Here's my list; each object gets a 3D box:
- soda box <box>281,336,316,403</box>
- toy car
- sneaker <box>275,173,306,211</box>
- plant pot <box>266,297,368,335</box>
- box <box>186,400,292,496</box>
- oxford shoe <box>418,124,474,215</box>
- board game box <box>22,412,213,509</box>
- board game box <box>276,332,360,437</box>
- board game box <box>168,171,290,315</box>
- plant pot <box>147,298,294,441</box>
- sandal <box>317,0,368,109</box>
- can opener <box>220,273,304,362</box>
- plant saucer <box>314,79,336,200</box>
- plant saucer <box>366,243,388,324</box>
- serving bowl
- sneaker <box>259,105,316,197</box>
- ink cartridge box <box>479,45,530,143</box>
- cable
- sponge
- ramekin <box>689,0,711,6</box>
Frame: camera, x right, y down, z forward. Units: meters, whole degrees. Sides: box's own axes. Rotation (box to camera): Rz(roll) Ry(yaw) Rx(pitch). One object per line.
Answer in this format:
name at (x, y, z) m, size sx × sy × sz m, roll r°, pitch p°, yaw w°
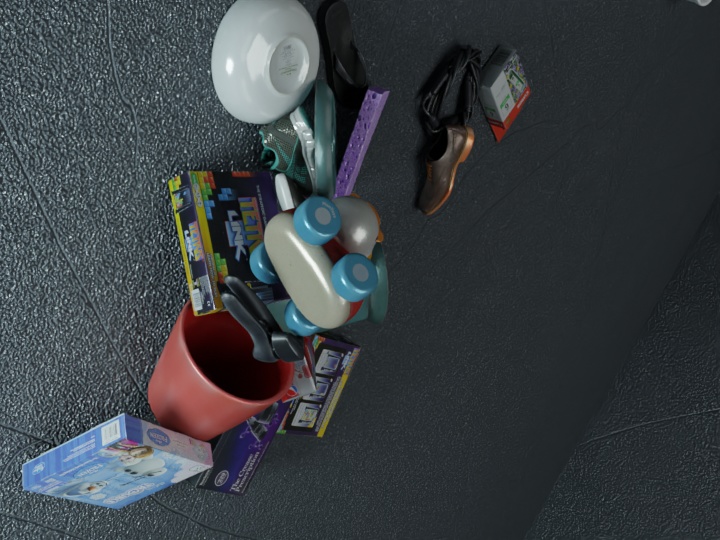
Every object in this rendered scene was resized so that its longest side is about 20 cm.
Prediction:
soda box at (-0.116, 0.149, 1.423) m, size 0.062 × 0.200 × 0.071 m, roll -19°, pitch 105°, yaw 0°
toy car at (-0.025, -0.033, 1.194) m, size 0.199 × 0.178 × 0.184 m, roll -34°, pitch 179°, yaw -38°
sneaker at (-0.060, -0.080, 1.284) m, size 0.098 × 0.071 × 0.202 m, roll -26°, pitch 122°, yaw -4°
plant pot at (-0.102, 0.025, 1.423) m, size 0.198 × 0.141 × 0.144 m, roll -20°, pitch 126°, yaw -34°
box at (-0.225, 0.287, 1.472) m, size 0.141 × 0.078 × 0.203 m, roll 31°, pitch 85°, yaw -52°
oxford shoe at (0.154, -0.206, 1.667) m, size 0.072 × 0.072 × 0.203 m, roll 6°, pitch 120°, yaw -33°
board game box at (-0.358, 0.292, 1.235) m, size 0.197 × 0.044 × 0.199 m, roll -27°, pitch 148°, yaw 18°
board game box at (-0.098, 0.218, 1.610) m, size 0.164 × 0.056 × 0.203 m, roll 22°, pitch 92°, yaw -56°
board game box at (-0.190, -0.045, 1.242) m, size 0.164 × 0.056 × 0.204 m, roll -9°, pitch 85°, yaw -48°
plant pot at (-0.229, 0.160, 1.277) m, size 0.198 × 0.203 × 0.177 m, roll -8°, pitch 152°, yaw -49°
sandal at (-0.023, -0.350, 1.378) m, size 0.076 × 0.042 × 0.202 m, roll -48°, pitch 141°, yaw -23°
can opener at (-0.146, 0.069, 1.182) m, size 0.201 × 0.077 × 0.064 m, roll 59°, pitch 23°, yaw -46°
plant saucer at (-0.055, -0.204, 1.330) m, size 0.200 × 0.027 × 0.205 m, roll -1°, pitch 90°, yaw -89°
plant saucer at (0.000, 0.000, 1.511) m, size 0.035 × 0.201 × 0.204 m, roll -8°, pitch 121°, yaw -17°
serving bowl at (-0.128, -0.316, 1.246) m, size 0.199 × 0.065 × 0.204 m, roll -29°, pitch 130°, yaw -40°
sneaker at (-0.118, -0.182, 1.334) m, size 0.090 × 0.079 × 0.201 m, roll -19°, pitch 150°, yaw -8°
ink cartridge box at (0.317, -0.373, 1.789) m, size 0.110 × 0.050 × 0.201 m, roll -54°, pitch 142°, yaw -14°
cable at (0.195, -0.351, 1.649) m, size 0.202 × 0.050 × 0.163 m, roll -56°, pitch 144°, yaw -13°
sponge at (-0.003, -0.217, 1.433) m, size 0.112 × 0.029 × 0.203 m, roll -63°, pitch 174°, yaw -74°
ramekin at (0.912, -0.829, 2.235) m, size 0.199 × 0.097 × 0.204 m, roll -29°, pitch 131°, yaw -40°
